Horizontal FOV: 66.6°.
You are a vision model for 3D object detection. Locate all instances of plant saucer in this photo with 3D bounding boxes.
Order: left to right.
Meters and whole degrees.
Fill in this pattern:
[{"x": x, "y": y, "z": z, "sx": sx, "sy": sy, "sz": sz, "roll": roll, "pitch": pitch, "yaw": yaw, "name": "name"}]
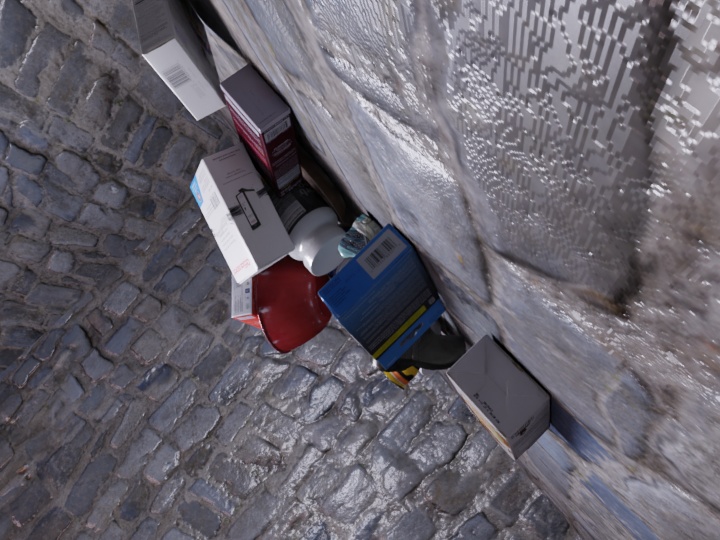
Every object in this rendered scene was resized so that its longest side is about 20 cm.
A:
[{"x": -0.089, "y": -0.176, "z": 1.044, "sx": 0.201, "sy": 0.032, "sz": 0.200, "roll": 49, "pitch": 178, "yaw": 3, "name": "plant saucer"}]

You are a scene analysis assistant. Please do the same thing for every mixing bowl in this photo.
[{"x": -0.118, "y": 0.055, "z": 1.099, "sx": 0.200, "sy": 0.105, "sz": 0.207, "roll": -12, "pitch": -90, "yaw": -72, "name": "mixing bowl"}]

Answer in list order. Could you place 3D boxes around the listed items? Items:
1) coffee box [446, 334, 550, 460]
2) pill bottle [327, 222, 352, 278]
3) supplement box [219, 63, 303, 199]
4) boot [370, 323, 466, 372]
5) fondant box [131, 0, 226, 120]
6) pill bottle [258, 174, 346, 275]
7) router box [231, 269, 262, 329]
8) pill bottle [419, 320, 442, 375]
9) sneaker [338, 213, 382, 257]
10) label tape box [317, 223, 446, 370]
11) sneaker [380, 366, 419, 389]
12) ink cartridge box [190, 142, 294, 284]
[{"x": 0.200, "y": 0.185, "z": 0.775, "sx": 0.115, "sy": 0.079, "sz": 0.201, "roll": 47, "pitch": 176, "yaw": 30, "name": "coffee box"}, {"x": 0.000, "y": 0.000, "z": 1.107, "sx": 0.200, "sy": 0.115, "sz": 0.116, "roll": 46, "pitch": 177, "yaw": 43, "name": "pill bottle"}, {"x": -0.154, "y": -0.218, "z": 0.892, "sx": 0.109, "sy": 0.060, "sz": 0.201, "roll": 49, "pitch": 165, "yaw": 17, "name": "supplement box"}, {"x": 0.110, "y": 0.098, "z": 0.936, "sx": 0.068, "sy": 0.194, "sz": 0.134, "roll": -136, "pitch": 49, "yaw": -55, "name": "boot"}, {"x": -0.281, "y": -0.357, "z": 0.840, "sx": 0.145, "sy": 0.057, "sz": 0.204, "roll": 55, "pitch": -166, "yaw": -62, "name": "fondant box"}, {"x": -0.111, "y": -0.094, "z": 1.011, "sx": 0.200, "sy": 0.116, "sz": 0.117, "roll": 47, "pitch": 177, "yaw": 24, "name": "pill bottle"}, {"x": -0.197, "y": 0.013, "z": 1.129, "sx": 0.179, "sy": 0.047, "sz": 0.206, "roll": 38, "pitch": -136, "yaw": -64, "name": "router box"}, {"x": 0.097, "y": 0.116, "z": 1.134, "sx": 0.200, "sy": 0.111, "sz": 0.112, "roll": 47, "pitch": 177, "yaw": 37, "name": "pill bottle"}, {"x": 0.032, "y": 0.002, "z": 0.931, "sx": 0.201, "sy": 0.086, "sz": 0.078, "roll": 51, "pitch": 177, "yaw": -27, "name": "sneaker"}, {"x": 0.039, "y": 0.047, "z": 0.827, "sx": 0.063, "sy": 0.144, "sz": 0.201, "roll": 44, "pitch": 175, "yaw": 36, "name": "label tape box"}, {"x": 0.055, "y": 0.130, "z": 1.064, "sx": 0.070, "sy": 0.090, "sz": 0.201, "roll": 35, "pitch": -167, "yaw": -48, "name": "sneaker"}, {"x": -0.212, "y": -0.094, "z": 0.969, "sx": 0.204, "sy": 0.083, "sz": 0.145, "roll": 63, "pitch": 152, "yaw": -3, "name": "ink cartridge box"}]
